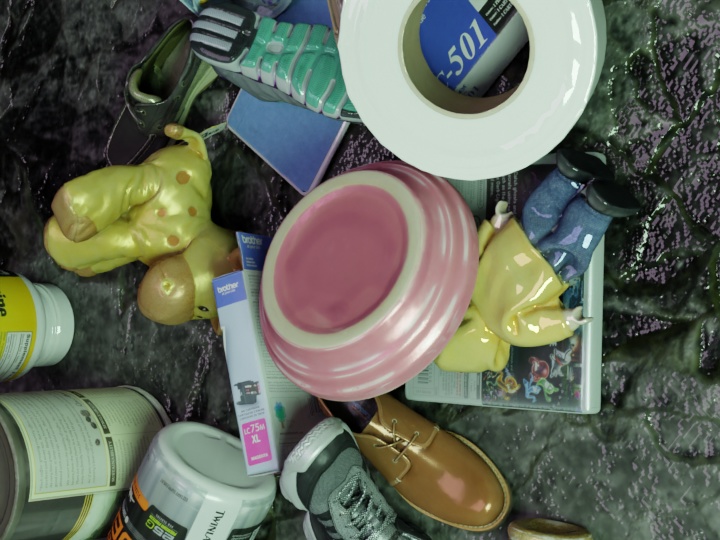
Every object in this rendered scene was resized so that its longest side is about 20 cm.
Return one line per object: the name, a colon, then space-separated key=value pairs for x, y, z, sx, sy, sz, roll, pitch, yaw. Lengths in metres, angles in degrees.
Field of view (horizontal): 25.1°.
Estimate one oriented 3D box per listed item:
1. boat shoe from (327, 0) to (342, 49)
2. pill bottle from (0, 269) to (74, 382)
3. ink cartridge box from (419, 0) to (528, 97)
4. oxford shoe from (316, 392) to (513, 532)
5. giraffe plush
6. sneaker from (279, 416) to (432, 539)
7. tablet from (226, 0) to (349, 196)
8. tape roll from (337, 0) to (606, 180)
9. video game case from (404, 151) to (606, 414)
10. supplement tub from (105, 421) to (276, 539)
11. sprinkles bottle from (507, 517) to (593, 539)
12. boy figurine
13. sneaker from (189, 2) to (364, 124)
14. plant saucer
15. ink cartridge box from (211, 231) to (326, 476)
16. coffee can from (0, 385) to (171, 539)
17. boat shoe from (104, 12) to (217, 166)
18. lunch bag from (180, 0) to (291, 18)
boat shoe: x=-0.007 y=-0.264 z=1.357 sx=0.065 sy=0.072 sz=0.202 roll=-45 pitch=45 yaw=45
pill bottle: x=-0.384 y=0.054 z=1.590 sx=0.112 sy=0.199 sz=0.114 roll=-1 pitch=89 yaw=38
ink cartridge box: x=0.103 y=-0.223 z=1.299 sx=0.200 sy=0.044 sz=0.094 roll=-51 pitch=58 yaw=27
oxford shoe: x=0.036 y=0.146 z=1.319 sx=0.199 sy=0.071 sz=0.072 roll=33 pitch=90 yaw=25
giraffe plush: x=-0.168 y=-0.019 z=1.467 sx=0.199 sy=0.173 sz=0.163 roll=-32 pitch=78 yaw=0
sneaker: x=0.004 y=0.197 z=1.303 sx=0.113 sy=0.201 sz=0.075 roll=36 pitch=69 yaw=25
tablet: x=-0.040 y=-0.181 z=1.435 sx=0.130 sy=0.014 sz=0.201 roll=42 pitch=115 yaw=32
tape roll: x=0.085 y=-0.174 z=1.230 sx=0.200 sy=0.071 sz=0.205 roll=4 pitch=108 yaw=14
video game case: x=0.114 y=0.009 z=1.300 sx=0.180 sy=0.023 sz=0.202 roll=1 pitch=89 yaw=40
supplement tub: x=-0.166 y=0.249 z=1.459 sx=0.122 sy=0.122 sz=0.201 roll=39 pitch=112 yaw=33
sprinkles bottle: x=0.136 y=0.297 z=1.246 sx=0.068 sy=0.068 sz=0.202 roll=9 pitch=95 yaw=39
boy figurine: x=0.129 y=0.009 z=1.232 sx=0.125 sy=0.064 sz=0.201 roll=49 pitch=119 yaw=33
sneaker: x=-0.049 y=-0.171 z=1.405 sx=0.199 sy=0.088 sz=0.075 roll=25 pitch=77 yaw=16
plant saucer: x=-0.004 y=0.000 z=1.262 sx=0.199 sy=0.051 sz=0.202 roll=-17 pitch=57 yaw=28
ink cartridge box: x=-0.069 y=0.072 z=1.383 sx=0.042 sy=0.119 sz=0.202 roll=-15 pitch=80 yaw=29
coffee can: x=-0.288 y=0.184 z=1.509 sx=0.145 sy=0.199 sz=0.148 roll=-1 pitch=89 yaw=39
boat shoe: x=-0.193 y=-0.170 z=1.525 sx=0.201 sy=0.066 sz=0.072 roll=-49 pitch=62 yaw=28
lunch bag: x=-0.116 y=-0.320 z=1.406 sx=0.200 sy=0.126 sz=0.171 roll=122 pitch=140 yaw=-67
